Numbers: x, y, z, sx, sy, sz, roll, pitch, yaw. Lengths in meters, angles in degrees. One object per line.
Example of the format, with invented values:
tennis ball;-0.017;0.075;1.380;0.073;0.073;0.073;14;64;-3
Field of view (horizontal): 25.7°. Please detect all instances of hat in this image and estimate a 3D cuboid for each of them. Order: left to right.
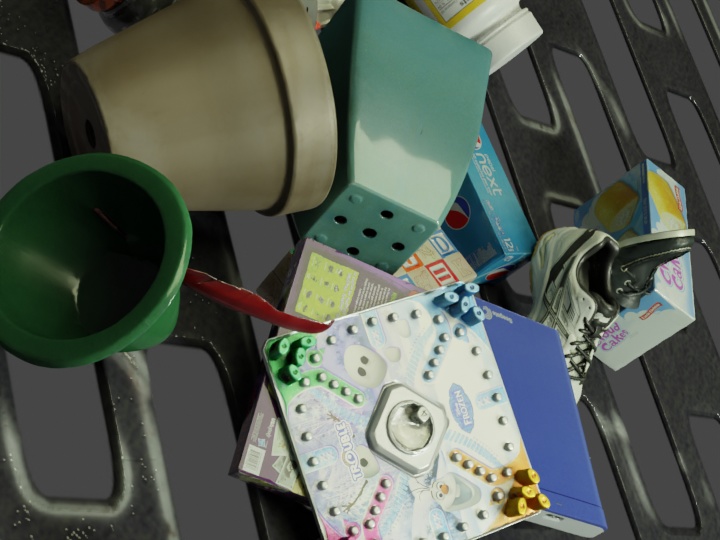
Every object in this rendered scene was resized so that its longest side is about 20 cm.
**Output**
hat;-0.165;0.030;1.175;0.166;0.199;0.176;-57;151;-14

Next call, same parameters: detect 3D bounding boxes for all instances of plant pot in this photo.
plant pot;-0.137;-0.128;1.248;0.172;0.200;0.201;-15;71;-24
plant pot;0.015;-0.106;1.357;0.140;0.141;0.201;24;48;-20

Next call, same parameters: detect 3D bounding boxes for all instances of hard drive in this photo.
hard drive;0.146;0.127;1.387;0.131;0.025;0.202;21;46;-38

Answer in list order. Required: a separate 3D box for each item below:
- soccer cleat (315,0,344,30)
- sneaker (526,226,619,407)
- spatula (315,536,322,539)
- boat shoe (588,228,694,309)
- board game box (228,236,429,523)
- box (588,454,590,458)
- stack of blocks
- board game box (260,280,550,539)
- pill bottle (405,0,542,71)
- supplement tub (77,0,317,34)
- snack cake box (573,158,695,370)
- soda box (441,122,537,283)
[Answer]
soccer cleat;-0.052;-0.273;1.577;0.199;0.070;0.077;-6;24;-38
sneaker;0.204;0.055;1.525;0.075;0.087;0.202;12;80;-41
spatula;0.014;0.204;1.285;0.199;0.020;0.057;-14;74;-55
boat shoe;0.260;0.009;1.587;0.074;0.198;0.067;0;76;-44
board game box;-0.023;0.087;1.257;0.119;0.032;0.202;22;67;-15
box;0.107;0.134;1.399;0.199;0.046;0.160;-19;76;-55
stack of blocks;0.000;0.000;1.395;0.116;0.059;0.199;53;38;13
board game box;0.040;0.124;1.250;0.198;0.026;0.202;-16;84;-29
pill bottle;0.105;-0.314;1.738;0.201;0.114;0.114;54;35;-1
supplement tub;-0.145;-0.243;1.385;0.199;0.122;0.124;19;48;-39
snack cake box;0.291;-0.008;1.699;0.067;0.115;0.201;34;40;-26
soda box;0.103;-0.088;1.593;0.067;0.064;0.202;-1;63;-49
